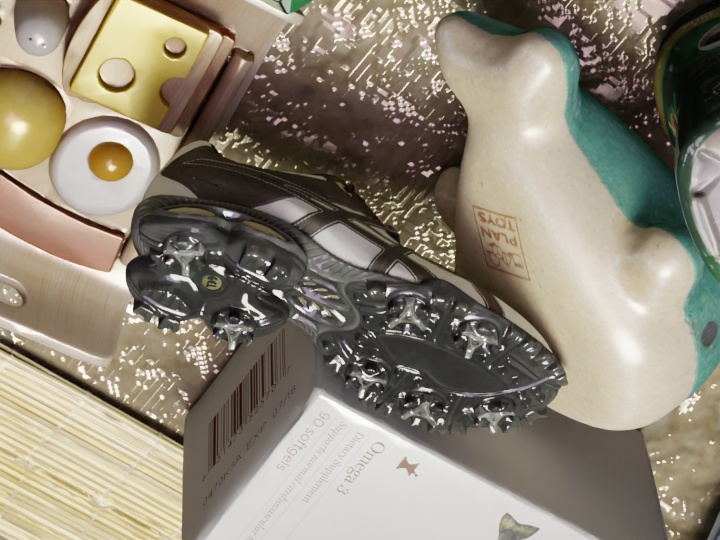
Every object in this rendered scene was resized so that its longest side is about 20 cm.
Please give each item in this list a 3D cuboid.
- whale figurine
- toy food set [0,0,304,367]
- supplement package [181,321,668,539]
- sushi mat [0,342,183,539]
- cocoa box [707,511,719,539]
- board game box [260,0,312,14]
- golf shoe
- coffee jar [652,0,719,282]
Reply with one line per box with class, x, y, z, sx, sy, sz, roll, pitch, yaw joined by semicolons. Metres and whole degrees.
whale figurine;0.099;-0.030;1.081;0.104;0.159;0.201;-35;121;-26
toy food set;-0.131;-0.063;1.079;0.143;0.061;0.200;24;118;-16
supplement package;0.030;0.106;1.159;0.199;0.118;0.117;28;116;-19
sushi mat;-0.123;0.112;1.216;0.200;0.012;0.096;31;117;-19
cocoa box;0.224;0.200;1.177;0.133;0.131;0.201;25;89;-17
board game box;-0.060;-0.212;0.948;0.134;0.029;0.201;30;134;24
golf shoe;0.000;0.000;1.060;0.199;0.095;0.078;24;129;-15
coffee jar;0.176;-0.060;1.015;0.104;0.200;0.086;-19;106;10
